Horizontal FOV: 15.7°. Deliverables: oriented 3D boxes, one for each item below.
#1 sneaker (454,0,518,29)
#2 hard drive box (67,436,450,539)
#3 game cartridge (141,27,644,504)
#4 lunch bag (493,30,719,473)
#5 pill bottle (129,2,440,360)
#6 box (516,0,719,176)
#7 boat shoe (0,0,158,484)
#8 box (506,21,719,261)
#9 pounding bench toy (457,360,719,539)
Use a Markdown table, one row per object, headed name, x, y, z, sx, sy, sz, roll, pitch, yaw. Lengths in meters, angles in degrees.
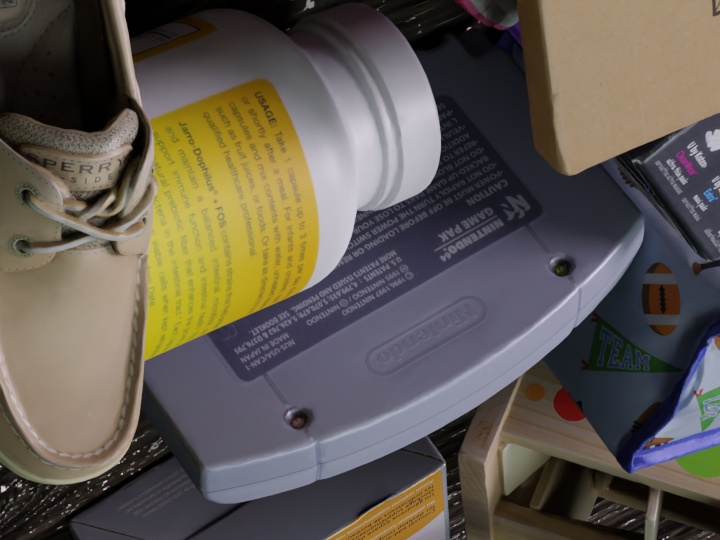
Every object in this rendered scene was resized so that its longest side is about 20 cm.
| name | x | y | z | sx | sy | sz | roll | pitch | yaw |
| --- | --- | --- | --- | --- | --- | --- | --- | --- | --- |
| sneaker | 0.033 | -0.154 | 0.839 | 0.088 | 0.081 | 0.200 | -39 | 147 | -5 |
| hard drive box | -0.039 | 0.147 | 1.217 | 0.156 | 0.077 | 0.200 | -31 | 152 | -14 |
| game cartridge | 0.000 | 0.000 | 0.982 | 0.200 | 0.133 | 0.041 | -29 | 150 | -17 |
| lunch bag | 0.154 | -0.026 | 1.093 | 0.200 | 0.170 | 0.124 | -8 | 144 | -43 |
| pill bottle | -0.073 | -0.025 | 0.886 | 0.200 | 0.104 | 0.104 | -24 | 149 | -26 |
| box | 0.118 | -0.135 | 0.800 | 0.163 | 0.021 | 0.200 | -23 | 135 | -12 |
| boat shoe | -0.094 | -0.031 | 0.775 | 0.072 | 0.065 | 0.201 | -10 | 100 | -29 |
| box | 0.155 | -0.122 | 0.948 | 0.200 | 0.122 | 0.106 | -40 | 151 | 4 |
| pounding bench toy | 0.128 | 0.114 | 1.192 | 0.124 | 0.156 | 0.200 | 82 | 29 | -58 |
